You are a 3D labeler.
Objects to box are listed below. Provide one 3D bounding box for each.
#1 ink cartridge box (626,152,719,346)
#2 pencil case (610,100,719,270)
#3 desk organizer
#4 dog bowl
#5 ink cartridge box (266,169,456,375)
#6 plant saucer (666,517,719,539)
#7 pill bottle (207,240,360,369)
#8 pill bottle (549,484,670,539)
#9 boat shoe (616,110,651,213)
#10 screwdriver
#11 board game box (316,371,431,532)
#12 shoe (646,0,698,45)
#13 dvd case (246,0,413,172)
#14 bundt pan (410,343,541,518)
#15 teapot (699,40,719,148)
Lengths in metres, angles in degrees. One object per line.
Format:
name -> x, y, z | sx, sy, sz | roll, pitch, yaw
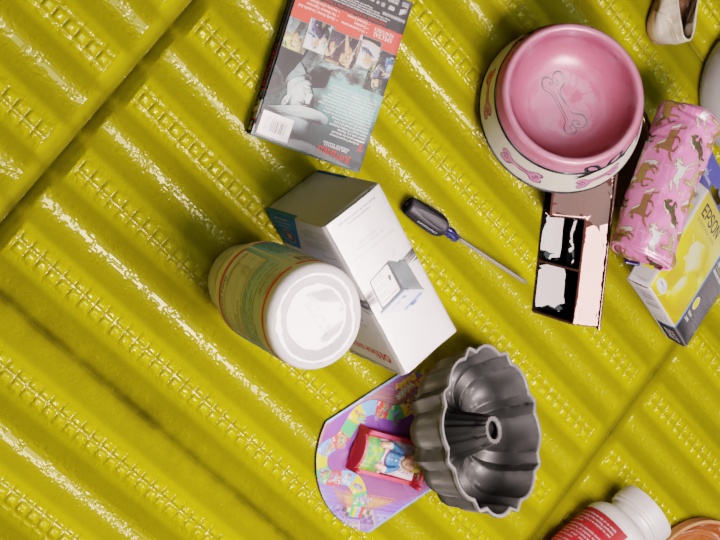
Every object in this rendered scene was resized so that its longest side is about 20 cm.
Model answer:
ink cartridge box -> 0.427, -0.027, 1.815 | 0.201, 0.047, 0.198 | -56, 144, -6
pencil case -> 0.364, -0.102, 1.699 | 0.202, 0.082, 0.087 | -70, 160, -7
desk organizer -> 0.260, -0.036, 1.738 | 0.076, 0.072, 0.203 | 5, 99, 0
dog bowl -> 0.239, -0.195, 1.656 | 0.197, 0.074, 0.203 | 1, 81, -4
ink cartridge box -> 0.000, 0.000, 1.577 | 0.086, 0.146, 0.201 | -39, 116, -18
plant saucer -> 0.455, 0.437, 1.974 | 0.198, 0.032, 0.203 | -7, 104, -27
pill bottle -> -0.087, 0.029, 1.505 | 0.108, 0.200, 0.110 | -6, 103, -26
pill bottle -> 0.298, 0.370, 1.830 | 0.199, 0.112, 0.113 | -38, 115, -16
boat shoe -> 0.341, -0.132, 1.784 | 0.070, 0.070, 0.202 | -49, 129, -54
screwdriver -> 0.125, -0.028, 1.708 | 0.029, 0.028, 0.199 | -42, 122, 20
board game box -> 0.043, 0.219, 1.704 | 0.199, 0.039, 0.159 | -31, 113, -20
shoe -> 0.404, -0.378, 1.768 | 0.069, 0.053, 0.203 | 6, 97, -29
dvd case -> -0.033, -0.226, 1.586 | 0.145, 0.022, 0.202 | 16, 91, -29
bundt pan -> 0.129, 0.193, 1.694 | 0.201, 0.075, 0.205 | 18, 66, -46
teapot -> 0.539, -0.228, 1.818 | 0.198, 0.146, 0.199 | 22, 89, -29
